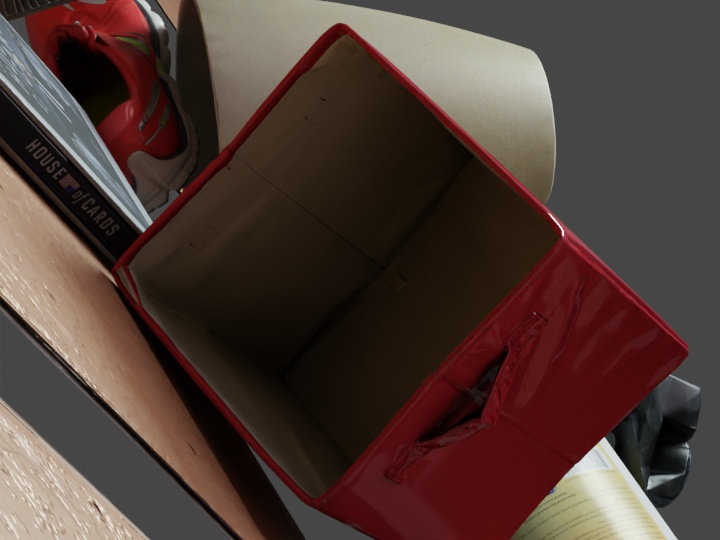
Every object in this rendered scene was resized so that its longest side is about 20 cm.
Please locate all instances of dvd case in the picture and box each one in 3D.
[{"bbox_3d":[-0.165,-0.083,1.227,0.150,0.025,0.200,56,3,40],"label":"dvd case"}]

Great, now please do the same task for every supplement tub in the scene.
[{"bbox_3d":[0.140,0.204,1.654,0.200,0.144,0.145,56,3,33],"label":"supplement tub"}]

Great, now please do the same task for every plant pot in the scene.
[{"bbox_3d":[0.004,-0.075,1.439,0.187,0.199,0.188,174,-90,-80],"label":"plant pot"}]

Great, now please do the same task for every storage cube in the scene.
[{"bbox_3d":[0.023,0.023,1.221,0.200,0.171,0.180,46,5,32],"label":"storage cube"}]

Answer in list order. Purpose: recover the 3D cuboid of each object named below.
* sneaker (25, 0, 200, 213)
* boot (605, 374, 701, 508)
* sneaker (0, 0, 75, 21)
[{"bbox_3d":[-0.150,-0.120,1.423,0.085,0.077,0.200,44,9,-45],"label":"sneaker"},{"bbox_3d":[0.159,0.158,1.795,0.065,0.166,0.200,5,-8,-37],"label":"boot"},{"bbox_3d":[-0.148,-0.205,1.377,0.106,0.199,0.075,53,-35,39],"label":"sneaker"}]
